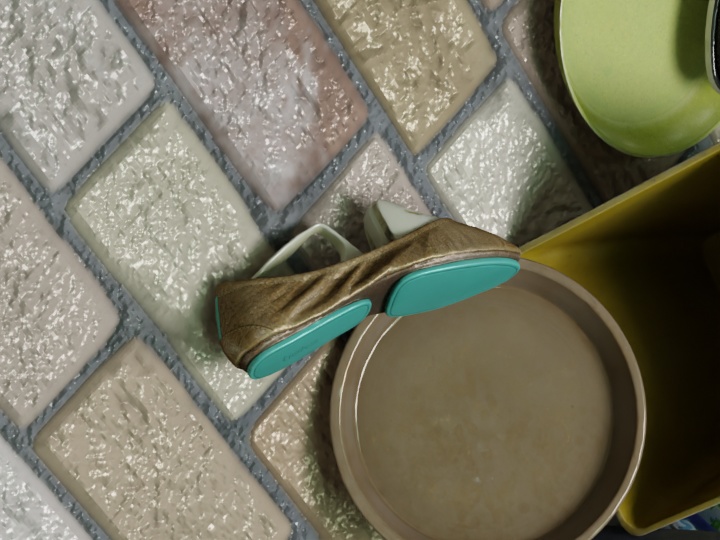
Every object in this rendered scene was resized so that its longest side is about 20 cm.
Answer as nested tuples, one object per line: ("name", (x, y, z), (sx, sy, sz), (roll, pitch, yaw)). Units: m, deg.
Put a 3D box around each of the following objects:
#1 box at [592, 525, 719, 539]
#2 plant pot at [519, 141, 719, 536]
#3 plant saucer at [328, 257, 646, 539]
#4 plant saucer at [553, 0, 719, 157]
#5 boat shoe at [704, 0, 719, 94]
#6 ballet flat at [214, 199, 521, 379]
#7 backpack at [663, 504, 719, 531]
("box", (0.190, 0.273, 1.428), (0.124, 0.200, 0.197), (-32, 119, -62))
("plant pot", (0.253, 0.029, 1.465), (0.176, 0.200, 0.200), (-16, 80, -49))
("plant saucer", (0.078, 0.090, 1.411), (0.200, 0.029, 0.201), (1, 86, -8))
("plant saucer", (0.193, -0.175, 1.491), (0.200, 0.031, 0.200), (-12, 109, -38))
("boat shoe", (0.289, -0.206, 1.504), (0.074, 0.063, 0.202), (31, 83, -43))
("ballet flat", (0.000, 0.000, 1.353), (0.200, 0.072, 0.068), (-21, 160, -21))
("backpack", (0.257, 0.255, 1.570), (0.147, 0.183, 0.200), (1, 106, -19))
